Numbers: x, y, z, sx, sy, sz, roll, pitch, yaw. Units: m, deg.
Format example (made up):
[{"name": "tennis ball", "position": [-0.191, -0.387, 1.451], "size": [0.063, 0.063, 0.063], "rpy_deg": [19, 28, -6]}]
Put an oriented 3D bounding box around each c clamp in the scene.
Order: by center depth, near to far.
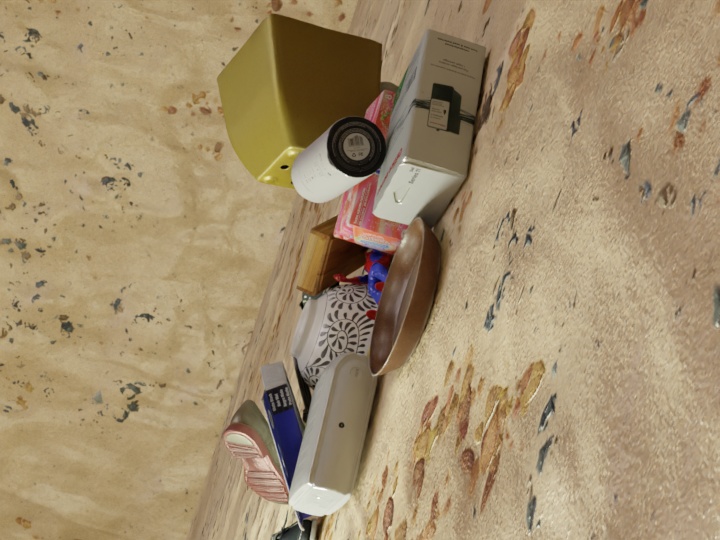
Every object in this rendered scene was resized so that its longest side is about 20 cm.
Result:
[{"name": "c clamp", "position": [-0.079, 0.189, 1.877], "size": [0.200, 0.027, 0.171], "rpy_deg": [-70, -36, -79]}]

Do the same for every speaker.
[{"name": "speaker", "position": [-0.033, -0.143, 1.590], "size": [0.200, 0.081, 0.081], "rpy_deg": [157, 129, -73]}]

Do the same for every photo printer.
[{"name": "photo printer", "position": [-0.034, 0.211, 1.589], "size": [0.166, 0.069, 0.200], "rpy_deg": [121, 164, -64]}]

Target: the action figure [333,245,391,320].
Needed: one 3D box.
[{"name": "action figure", "position": [0.000, 0.000, 1.699], "size": [0.200, 0.099, 0.065], "rpy_deg": [-91, 20, -71]}]

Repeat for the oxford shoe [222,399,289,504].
[{"name": "oxford shoe", "position": [-0.136, 0.270, 1.772], "size": [0.200, 0.070, 0.075], "rpy_deg": [72, -151, -43]}]

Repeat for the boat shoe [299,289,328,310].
[{"name": "boat shoe", "position": [-0.080, 0.057, 2.188], "size": [0.200, 0.057, 0.069], "rpy_deg": [112, 173, -76]}]

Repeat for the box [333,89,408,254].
[{"name": "box", "position": [0.039, -0.135, 1.676], "size": [0.103, 0.095, 0.200], "rpy_deg": [151, 135, -75]}]

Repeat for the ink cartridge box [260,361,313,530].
[{"name": "ink cartridge box", "position": [-0.097, 0.244, 1.716], "size": [0.200, 0.041, 0.200], "rpy_deg": [-119, 14, -80]}]

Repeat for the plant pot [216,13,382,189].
[{"name": "plant pot", "position": [-0.087, -0.232, 1.815], "size": [0.194, 0.195, 0.200], "rpy_deg": [-37, 51, 51]}]

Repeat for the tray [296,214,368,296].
[{"name": "tray", "position": [-0.028, -0.036, 1.837], "size": [0.200, 0.037, 0.099], "rpy_deg": [-34, -37, -61]}]

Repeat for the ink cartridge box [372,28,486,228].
[{"name": "ink cartridge box", "position": [0.085, -0.172, 1.498], "size": [0.147, 0.083, 0.200], "rpy_deg": [121, 163, -61]}]

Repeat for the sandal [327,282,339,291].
[{"name": "sandal", "position": [-0.033, 0.055, 1.996], "size": [0.200, 0.048, 0.075], "rpy_deg": [53, -129, -85]}]

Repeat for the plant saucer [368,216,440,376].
[{"name": "plant saucer", "position": [0.056, 0.035, 1.463], "size": [0.200, 0.034, 0.200], "rpy_deg": [-165, 90, -81]}]

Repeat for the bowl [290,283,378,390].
[{"name": "bowl", "position": [-0.045, 0.097, 1.774], "size": [0.201, 0.094, 0.201], "rpy_deg": [-160, 90, -81]}]

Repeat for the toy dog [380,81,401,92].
[{"name": "toy dog", "position": [0.024, -0.233, 1.938], "size": [0.200, 0.132, 0.096], "rpy_deg": [-59, 37, 27]}]

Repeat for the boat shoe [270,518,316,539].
[{"name": "boat shoe", "position": [-0.111, 0.410, 1.740], "size": [0.200, 0.060, 0.076], "rpy_deg": [116, 168, -47]}]
